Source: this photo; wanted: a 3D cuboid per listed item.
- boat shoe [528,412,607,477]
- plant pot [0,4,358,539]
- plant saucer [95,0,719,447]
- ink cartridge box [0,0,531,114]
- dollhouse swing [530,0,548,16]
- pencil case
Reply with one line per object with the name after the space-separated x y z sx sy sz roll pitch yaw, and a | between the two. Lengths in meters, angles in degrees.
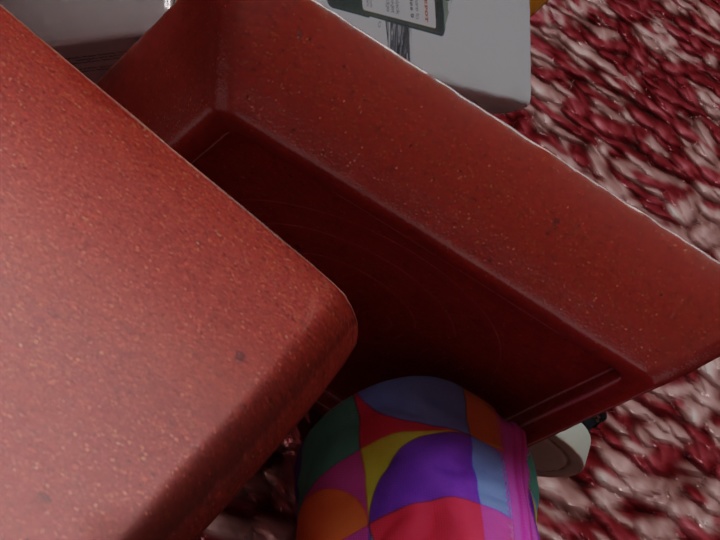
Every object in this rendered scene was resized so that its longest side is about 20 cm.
0.019 -0.001 1.002 0.200 0.075 0.062 37 60 -28 | boat shoe
-0.152 0.050 0.560 0.200 0.200 0.176 39 35 -8 | plant pot
0.000 0.000 0.900 0.199 0.200 0.037 32 64 -13 | plant saucer
-0.053 -0.100 0.982 0.200 0.145 0.085 8 80 -53 | ink cartridge box
0.011 -0.215 1.275 0.200 0.182 0.176 37 45 -13 | dollhouse swing
0.024 0.116 0.843 0.088 0.088 0.200 32 26 -24 | pencil case
